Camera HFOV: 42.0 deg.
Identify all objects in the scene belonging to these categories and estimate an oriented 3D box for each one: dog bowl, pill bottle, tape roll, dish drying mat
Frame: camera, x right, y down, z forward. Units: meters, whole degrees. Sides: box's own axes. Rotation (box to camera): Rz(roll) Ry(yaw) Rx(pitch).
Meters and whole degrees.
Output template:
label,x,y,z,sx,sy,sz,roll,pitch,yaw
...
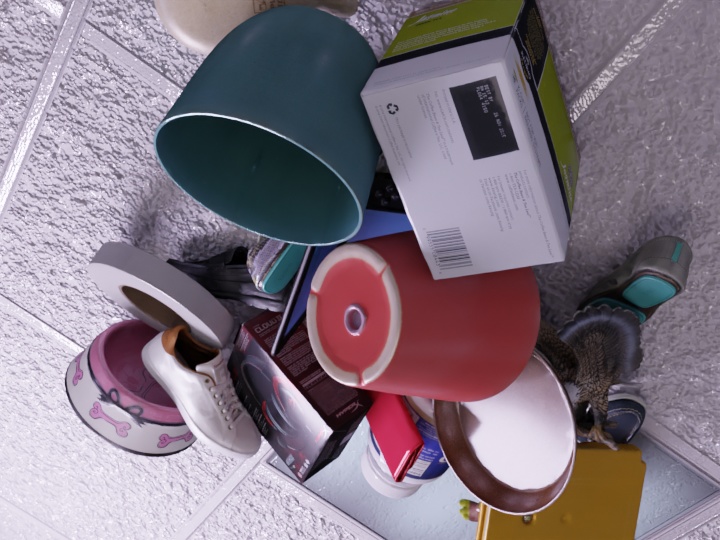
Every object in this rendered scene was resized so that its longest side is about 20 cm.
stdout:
label,x,y,z,sx,sy,sz,roll,pitch,yaw
dog bowl,-0.285,0.148,1.252,0.200,0.200,0.074,33,118,-6
pill bottle,0.077,0.201,1.200,0.119,0.120,0.200,27,131,-1
tape roll,-0.253,0.036,1.194,0.202,0.037,0.203,26,159,11
dish drying mat,0.025,0.158,1.154,0.018,0.200,0.077,1,131,-27

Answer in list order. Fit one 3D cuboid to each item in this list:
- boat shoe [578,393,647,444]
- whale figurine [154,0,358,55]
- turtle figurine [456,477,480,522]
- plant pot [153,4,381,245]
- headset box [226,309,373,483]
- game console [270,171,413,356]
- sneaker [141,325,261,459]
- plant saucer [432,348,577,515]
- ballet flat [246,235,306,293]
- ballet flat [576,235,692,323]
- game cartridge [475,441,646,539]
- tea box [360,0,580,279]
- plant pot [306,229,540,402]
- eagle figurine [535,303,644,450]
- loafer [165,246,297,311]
label,x,y,z,sx,sy,sz,roll,pitch,yaw
boat shoe,0.284,0.226,1.179,0.075,0.062,0.200,37,130,-9
whale figurine,-0.104,-0.287,0.927,0.199,0.104,0.159,-8,126,-4
turtle figurine,0.189,0.265,1.221,0.064,0.201,0.161,-4,162,-32
plant pot,-0.066,-0.144,0.867,0.200,0.161,0.201,17,156,8
headset box,-0.094,0.150,1.205,0.200,0.075,0.149,48,141,17
game console,0.000,0.000,1.040,0.175,0.117,0.200,7,133,-18
sneaker,-0.187,0.155,1.185,0.085,0.073,0.200,-35,101,36
plant saucer,0.161,0.163,1.024,0.200,0.034,0.201,12,106,48
ballet flat,-0.066,-0.063,1.081,0.072,0.072,0.200,39,109,-11
ballet flat,0.297,0.017,1.010,0.067,0.064,0.200,27,158,-1
game cartridge,0.237,0.290,1.116,0.199,0.032,0.177,5,98,-17
tea box,0.115,-0.133,0.880,0.133,0.197,0.200,-9,121,25
plant pot,0.055,0.045,0.970,0.200,0.177,0.201,-1,89,48
eagle figurine,0.241,0.105,1.056,0.151,0.151,0.201,-14,107,5
loafer,-0.159,0.003,1.181,0.200,0.068,0.071,10,90,24
